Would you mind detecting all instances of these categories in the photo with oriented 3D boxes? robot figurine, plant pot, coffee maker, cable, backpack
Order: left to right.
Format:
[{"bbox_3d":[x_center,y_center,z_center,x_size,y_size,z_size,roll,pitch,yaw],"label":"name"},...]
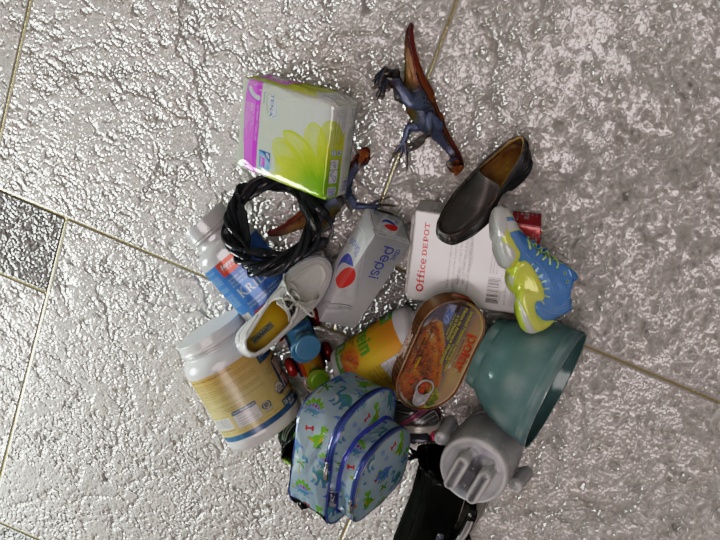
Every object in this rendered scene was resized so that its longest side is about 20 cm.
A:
[{"bbox_3d":[-0.139,-0.071,1.664,0.163,0.051,0.200,-41,55,-4],"label":"cable"},{"bbox_3d":[-0.011,0.270,1.653,0.146,0.183,0.202,20,121,31],"label":"backpack"},{"bbox_3d":[0.119,0.405,1.819,0.191,0.135,0.202,22,112,13],"label":"coffee maker"},{"bbox_3d":[0.197,0.295,1.715,0.169,0.200,0.113,35,116,9],"label":"robot figurine"},{"bbox_3d":[0.249,0.156,1.678,0.133,0.200,0.202,29,113,17],"label":"plant pot"}]

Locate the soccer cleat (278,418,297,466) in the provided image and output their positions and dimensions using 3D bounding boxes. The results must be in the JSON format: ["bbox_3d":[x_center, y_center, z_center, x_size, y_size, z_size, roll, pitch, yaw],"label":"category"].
[{"bbox_3d":[-0.110,0.291,1.797,0.067,0.081,0.200,37,157,-5],"label":"soccer cleat"}]

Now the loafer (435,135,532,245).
[{"bbox_3d":[0.181,-0.125,1.599,0.073,0.072,0.200,34,74,21],"label":"loafer"}]

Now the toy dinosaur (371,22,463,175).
[{"bbox_3d":[0.104,-0.235,1.617,0.180,0.105,0.201,28,101,-20],"label":"toy dinosaur"}]

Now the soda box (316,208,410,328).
[{"bbox_3d":[0.000,0.000,1.698,0.068,0.064,0.201,14,129,-26],"label":"soda box"}]

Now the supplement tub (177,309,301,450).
[{"bbox_3d":[-0.204,0.182,1.792,0.144,0.145,0.201,-26,102,18],"label":"supplement tub"}]

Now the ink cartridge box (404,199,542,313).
[{"bbox_3d":[0.177,-0.023,1.679,0.198,0.083,0.148,8,109,8],"label":"ink cartridge box"}]

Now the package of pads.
[{"bbox_3d":[-0.099,-0.212,1.641,0.199,0.068,0.156,23,115,33],"label":"package of pads"}]

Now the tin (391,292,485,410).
[{"bbox_3d":[0.120,0.126,1.660,0.111,0.042,0.201,15,113,-20],"label":"tin"}]

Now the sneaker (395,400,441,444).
[{"bbox_3d":[0.038,0.253,1.811,0.198,0.081,0.076,-4,91,6],"label":"sneaker"}]

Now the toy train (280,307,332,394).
[{"bbox_3d":[-0.076,0.167,1.768,0.084,0.116,0.202,-22,114,-6],"label":"toy train"}]

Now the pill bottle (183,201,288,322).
[{"bbox_3d":[-0.193,-0.009,1.742,0.112,0.112,0.200,-39,98,20],"label":"pill bottle"}]

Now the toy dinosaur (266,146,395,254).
[{"bbox_3d":[-0.051,-0.118,1.695,0.198,0.105,0.183,18,93,16],"label":"toy dinosaur"}]

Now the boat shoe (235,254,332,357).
[{"bbox_3d":[-0.113,0.055,1.658,0.202,0.086,0.075,-44,101,-11],"label":"boat shoe"}]

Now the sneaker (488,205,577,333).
[{"bbox_3d":[0.261,-0.012,1.596,0.104,0.076,0.202,-19,105,-5],"label":"sneaker"}]

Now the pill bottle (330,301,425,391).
[{"bbox_3d":[0.059,0.127,1.739,0.199,0.111,0.111,-34,99,19],"label":"pill bottle"}]
